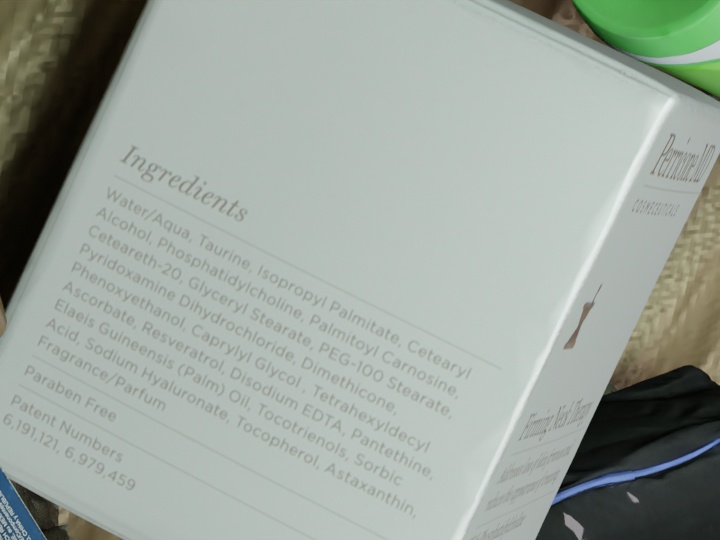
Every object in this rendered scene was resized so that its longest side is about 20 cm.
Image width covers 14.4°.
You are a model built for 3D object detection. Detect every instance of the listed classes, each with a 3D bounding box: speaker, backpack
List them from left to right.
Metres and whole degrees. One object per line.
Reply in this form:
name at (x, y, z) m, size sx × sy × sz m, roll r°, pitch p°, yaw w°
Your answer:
backpack at (0.085, 0.143, 1.132) m, size 0.200 × 0.154 × 0.191 m, roll -13°, pitch 112°, yaw -27°
speaker at (0.145, -0.104, 1.063) m, size 0.200 × 0.088 × 0.089 m, roll 14°, pitch 104°, yaw -62°

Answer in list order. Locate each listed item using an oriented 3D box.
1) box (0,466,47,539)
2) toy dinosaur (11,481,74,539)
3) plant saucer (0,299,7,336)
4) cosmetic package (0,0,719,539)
box at (-0.177, 0.045, 0.807) m, size 0.038 × 0.200 × 0.137 m, roll -43°, pitch 113°, yaw -31°
toy dinosaur at (-0.166, 0.092, 0.951) m, size 0.200 × 0.077 × 0.103 m, roll -14°, pitch 107°, yaw -39°
plant saucer at (-0.140, -0.059, 0.810) m, size 0.029 × 0.200 × 0.200 m, roll -18°, pitch 125°, yaw -7°
cosmetic package at (0.000, 0.000, 0.935) m, size 0.200 × 0.166 × 0.167 m, roll -65°, pitch 168°, yaw 7°
